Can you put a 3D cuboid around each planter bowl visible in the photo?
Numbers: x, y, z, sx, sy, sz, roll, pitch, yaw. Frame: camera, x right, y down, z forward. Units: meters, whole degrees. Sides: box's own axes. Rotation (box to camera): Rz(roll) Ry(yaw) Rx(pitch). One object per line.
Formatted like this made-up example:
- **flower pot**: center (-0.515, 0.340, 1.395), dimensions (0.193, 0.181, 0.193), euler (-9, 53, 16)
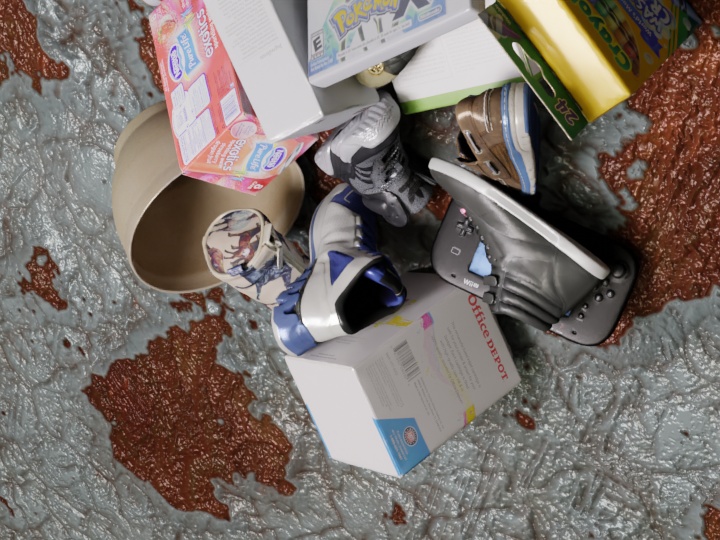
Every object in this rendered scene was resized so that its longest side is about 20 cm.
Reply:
- **planter bowl**: center (-0.176, -0.095, 1.667), dimensions (0.135, 0.200, 0.201), euler (55, 142, 32)

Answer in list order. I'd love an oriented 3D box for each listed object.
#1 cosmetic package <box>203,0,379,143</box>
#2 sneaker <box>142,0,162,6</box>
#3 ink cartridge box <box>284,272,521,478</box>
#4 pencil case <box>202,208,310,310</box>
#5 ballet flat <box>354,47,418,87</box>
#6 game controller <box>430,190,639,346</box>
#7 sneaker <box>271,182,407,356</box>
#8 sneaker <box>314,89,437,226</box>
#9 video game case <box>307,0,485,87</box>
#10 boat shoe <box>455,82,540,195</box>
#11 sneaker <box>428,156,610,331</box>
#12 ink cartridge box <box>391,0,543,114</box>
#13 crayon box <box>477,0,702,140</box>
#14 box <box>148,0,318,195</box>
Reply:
- **cosmetic package**: center (-0.073, -0.222, 1.444), dimensions (0.074, 0.102, 0.200), euler (-25, 88, 35)
- **sneaker**: center (-0.207, -0.361, 1.575), dimensions (0.112, 0.071, 0.200), euler (-4, 123, 42)
- **ink cartridge box**: center (0.053, 0.093, 1.616), dimensions (0.125, 0.200, 0.129), euler (4, 122, 55)
- **pencil case**: center (-0.071, 0.010, 1.659), dimensions (0.089, 0.078, 0.200), euler (6, 159, 42)
- **ballet flat**: center (0.039, -0.234, 1.377), dimensions (0.066, 0.057, 0.200), euler (20, 129, -11)
- **game controller**: center (0.165, -0.007, 1.539), dimensions (0.200, 0.042, 0.105), euler (26, 90, 21)
- **sneaker**: center (0.000, 0.001, 1.586), dimensions (0.115, 0.200, 0.081), euler (-8, 132, 32)
- **sneaker**: center (0.028, -0.105, 1.543), dimensions (0.114, 0.076, 0.200), euler (40, 169, -8)
- **video game case**: center (0.025, -0.267, 1.338), dimensions (0.200, 0.022, 0.183), euler (-18, 68, 47)
- **boat shoe**: center (0.122, -0.121, 1.435), dimensions (0.072, 0.072, 0.200), euler (1, 163, 10)
- **sneaker**: center (0.125, -0.020, 1.498), dimensions (0.200, 0.071, 0.099), euler (37, 99, 14)
- **ink cartridge box**: center (0.081, -0.255, 1.435), dimensions (0.148, 0.076, 0.201), euler (-7, 109, 40)
- **crayon box**: center (0.191, -0.204, 1.298), dimensions (0.052, 0.200, 0.126), euler (-33, 97, 43)
- **box**: center (-0.124, -0.186, 1.533), dimensions (0.103, 0.095, 0.200), euler (-39, 51, 33)
